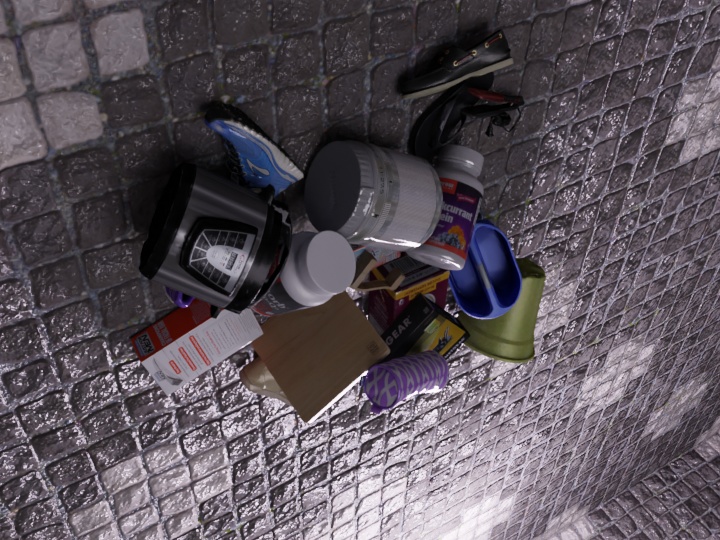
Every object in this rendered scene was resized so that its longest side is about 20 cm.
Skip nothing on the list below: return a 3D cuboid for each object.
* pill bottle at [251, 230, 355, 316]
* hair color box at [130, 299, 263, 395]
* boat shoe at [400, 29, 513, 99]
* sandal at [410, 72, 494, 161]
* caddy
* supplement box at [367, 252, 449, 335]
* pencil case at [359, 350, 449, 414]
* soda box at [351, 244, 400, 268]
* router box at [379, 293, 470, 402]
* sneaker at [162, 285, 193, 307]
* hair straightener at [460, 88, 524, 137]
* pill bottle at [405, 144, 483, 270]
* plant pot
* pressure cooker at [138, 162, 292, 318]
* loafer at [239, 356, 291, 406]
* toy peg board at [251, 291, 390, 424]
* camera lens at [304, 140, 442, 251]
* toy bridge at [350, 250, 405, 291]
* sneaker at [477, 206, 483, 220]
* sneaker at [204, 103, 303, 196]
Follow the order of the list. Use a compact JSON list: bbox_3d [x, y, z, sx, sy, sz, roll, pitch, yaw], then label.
[{"bbox_3d":[-0.101,0.003,1.208,0.114,0.119,0.198,-1,170,-38],"label":"pill bottle"},{"bbox_3d":[-0.275,0.112,1.296,0.198,0.064,0.112,-33,141,-12],"label":"hair color box"},{"bbox_3d":[0.151,-0.332,1.236,0.197,0.074,0.064,-23,103,-6],"label":"boat shoe"},{"bbox_3d":[0.158,-0.269,1.310,0.201,0.043,0.075,-51,140,12],"label":"sandal"},{"bbox_3d":[0.238,-0.004,1.510,0.139,0.105,0.203,-23,108,6],"label":"caddy"},{"bbox_3d":[0.092,0.064,1.520,0.129,0.104,0.203,-22,138,-22],"label":"supplement box"},{"bbox_3d":[0.087,0.200,1.378,0.198,0.083,0.088,-6,105,-53],"label":"pencil case"},{"bbox_3d":[-0.024,-0.032,1.362,0.197,0.069,0.065,-23,138,-21],"label":"soda box"},{"bbox_3d":[0.102,0.157,1.491,0.200,0.052,0.156,-47,139,11],"label":"router box"},{"bbox_3d":[-0.220,-0.009,1.212,0.199,0.084,0.081,-38,142,-5],"label":"sneaker"},{"bbox_3d":[0.234,-0.277,1.341,0.198,0.041,0.078,-16,132,-53],"label":"hair straightener"},{"bbox_3d":[0.156,-0.113,1.352,0.111,0.110,0.205,24,79,-48],"label":"pill bottle"},{"bbox_3d":[0.316,0.069,1.662,0.197,0.200,0.188,-1,116,-38],"label":"plant pot"},{"bbox_3d":[-0.197,-0.042,1.090,0.197,0.182,0.175,24,146,-23],"label":"pressure cooker"},{"bbox_3d":[-0.145,0.214,1.488,0.198,0.076,0.068,21,119,-47],"label":"loafer"},{"bbox_3d":[-0.067,0.145,1.407,0.199,0.200,0.098,-40,157,1],"label":"toy peg board"},{"bbox_3d":[0.026,-0.120,1.248,0.197,0.161,0.162,7,123,-42],"label":"camera lens"},{"bbox_3d":[0.000,0.000,1.332,0.068,0.027,0.198,-50,140,11],"label":"toy bridge"},{"bbox_3d":[0.146,-0.093,1.435,0.197,0.081,0.075,-31,140,-12],"label":"sneaker"},{"bbox_3d":[-0.164,-0.164,1.117,0.089,0.079,0.200,-45,141,3],"label":"sneaker"}]
